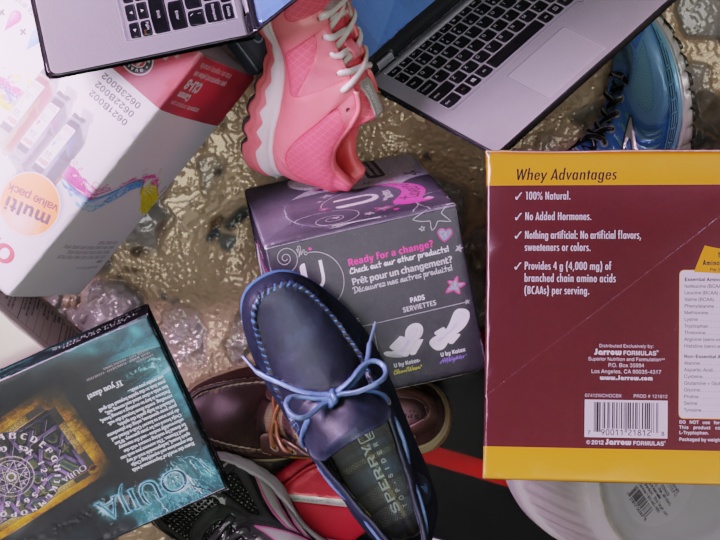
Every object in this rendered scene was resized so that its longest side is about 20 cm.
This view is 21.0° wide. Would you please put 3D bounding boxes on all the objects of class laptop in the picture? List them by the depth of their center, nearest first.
[{"bbox_3d":[-0.109,-0.238,1.144,0.198,0.116,0.189,-12,74,-8],"label":"laptop"},{"bbox_3d":[0.074,-0.206,1.283,0.187,0.199,0.116,-41,140,-20],"label":"laptop"}]

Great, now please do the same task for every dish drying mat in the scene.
[{"bbox_3d":[-0.078,0.209,1.425,0.199,0.018,0.077,-38,105,9],"label":"dish drying mat"}]

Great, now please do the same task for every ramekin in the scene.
[{"bbox_3d":[0.207,0.116,1.377,0.198,0.105,0.202,-7,106,-25],"label":"ramekin"}]

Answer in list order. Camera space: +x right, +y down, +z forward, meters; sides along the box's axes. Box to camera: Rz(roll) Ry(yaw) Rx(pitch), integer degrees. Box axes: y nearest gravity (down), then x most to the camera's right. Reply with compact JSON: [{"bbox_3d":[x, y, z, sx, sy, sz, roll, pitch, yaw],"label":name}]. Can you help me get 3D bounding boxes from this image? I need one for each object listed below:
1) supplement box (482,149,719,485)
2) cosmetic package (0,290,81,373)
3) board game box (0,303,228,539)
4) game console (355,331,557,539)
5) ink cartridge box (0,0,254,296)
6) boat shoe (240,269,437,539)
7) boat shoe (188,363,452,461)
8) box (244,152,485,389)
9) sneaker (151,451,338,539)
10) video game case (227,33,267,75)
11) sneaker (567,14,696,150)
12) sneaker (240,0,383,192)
[{"bbox_3d":[0.179,0.031,1.229,0.195,0.133,0.202,0,85,10],"label":"supplement box"},{"bbox_3d":[-0.258,0.045,1.336,0.200,0.105,0.071,43,97,-12],"label":"cosmetic package"},{"bbox_3d":[-0.204,0.124,1.293,0.198,0.028,0.136,-23,106,1],"label":"board game box"},{"bbox_3d":[0.076,0.133,1.436,0.198,0.031,0.178,17,106,-9],"label":"game console"},{"bbox_3d":[-0.197,-0.101,1.271,0.145,0.145,0.200,40,97,7],"label":"ink cartridge box"},{"bbox_3d":[-0.002,0.087,1.186,0.084,0.069,0.201,-35,107,3],"label":"boat shoe"},{"bbox_3d":[-0.038,0.099,1.366,0.198,0.072,0.073,2,83,13],"label":"boat shoe"},{"bbox_3d":[0.000,0.000,1.305,0.131,0.200,0.116,-13,105,-4],"label":"box"},{"bbox_3d":[-0.063,0.203,1.365,0.199,0.087,0.081,33,107,-16],"label":"sneaker"},{"bbox_3d":[-0.045,-0.247,1.298,0.200,0.019,0.143,-44,105,-21],"label":"video game case"},{"bbox_3d":[0.187,-0.092,1.372,0.089,0.078,0.202,-4,103,-2],"label":"sneaker"},{"bbox_3d":[-0.019,-0.136,1.238,0.086,0.074,0.201,26,134,20],"label":"sneaker"}]
